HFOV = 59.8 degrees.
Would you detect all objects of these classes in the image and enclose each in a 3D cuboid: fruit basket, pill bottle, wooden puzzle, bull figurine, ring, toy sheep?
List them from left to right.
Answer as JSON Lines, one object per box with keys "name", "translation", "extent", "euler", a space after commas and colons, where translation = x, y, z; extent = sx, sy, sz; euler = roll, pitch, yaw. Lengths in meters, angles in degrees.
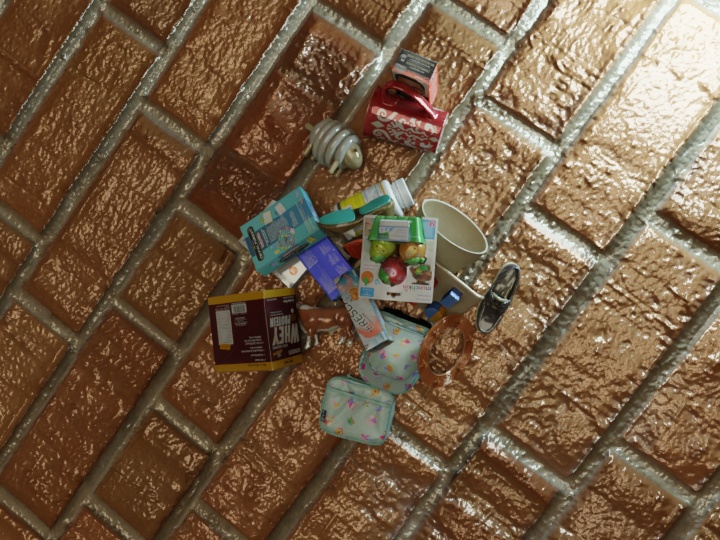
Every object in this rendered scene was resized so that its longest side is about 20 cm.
{"name": "bull figurine", "translation": [-0.105, 0.146, 1.689], "extent": [0.198, 0.065, 0.122], "euler": [-3, 93, 11]}
{"name": "toy sheep", "translation": [-0.076, -0.333, 1.660], "extent": [0.200, 0.138, 0.138], "euler": [37, 95, 14]}
{"name": "pill bottle", "translation": [0.037, -0.165, 1.647], "extent": [0.199, 0.109, 0.110], "euler": [-25, 86, 8]}
{"name": "fruit basket", "translation": [0.085, -0.029, 1.473], "extent": [0.184, 0.094, 0.202], "euler": [4, 82, 18]}
{"name": "wooden puzzle", "translation": [0.183, 0.060, 1.578], "extent": [0.199, 0.185, 0.046], "euler": [35, 54, -4]}
{"name": "ring", "translation": [0.222, 0.206, 1.585], "extent": [0.019, 0.200, 0.202], "euler": [25, 94, 46]}

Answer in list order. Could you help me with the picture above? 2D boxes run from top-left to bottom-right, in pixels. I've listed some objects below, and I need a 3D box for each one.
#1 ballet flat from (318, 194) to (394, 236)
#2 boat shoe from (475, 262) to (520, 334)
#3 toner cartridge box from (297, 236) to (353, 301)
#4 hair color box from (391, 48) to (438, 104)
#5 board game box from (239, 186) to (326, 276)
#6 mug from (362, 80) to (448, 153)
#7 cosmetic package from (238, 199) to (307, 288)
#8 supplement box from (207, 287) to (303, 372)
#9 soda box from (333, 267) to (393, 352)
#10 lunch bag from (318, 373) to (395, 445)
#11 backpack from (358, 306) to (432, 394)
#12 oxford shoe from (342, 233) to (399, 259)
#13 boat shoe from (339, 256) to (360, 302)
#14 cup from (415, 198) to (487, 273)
{"name": "ballet flat", "translation": [-0.004, -0.127, 1.576], "extent": [0.199, 0.068, 0.073], "euler": [-20, 128, 2]}
{"name": "boat shoe", "translation": [0.355, 0.072, 1.615], "extent": [0.072, 0.065, 0.201], "euler": [28, 94, 7]}
{"name": "toner cartridge box", "translation": [-0.095, -0.025, 1.637], "extent": [0.095, 0.043, 0.200], "euler": [-40, 76, 7]}
{"name": "hair color box", "translation": [0.141, -0.480, 1.587], "extent": [0.101, 0.200, 0.062], "euler": [25, 89, 9]}
{"name": "board game box", "translation": [-0.204, -0.102, 1.634], "extent": [0.199, 0.047, 0.152], "euler": [-32, 60, 11]}
{"name": "mug", "translation": [0.117, -0.387, 1.609], "extent": [0.199, 0.178, 0.134], "euler": [19, 90, 4]}
{"name": "cosmetic package", "translation": [-0.211, -0.071, 1.716], "extent": [0.200, 0.052, 0.151], "euler": [42, 98, 7]}
{"name": "supplement box", "translation": [-0.277, 0.157, 1.651], "extent": [0.196, 0.133, 0.202], "euler": [-8, 88, 30]}
{"name": "soda box", "translation": [0.008, 0.099, 1.535], "extent": [0.063, 0.068, 0.201], "euler": [-29, 73, 8]}
{"name": "lunch bag", "translation": [-0.011, 0.365, 1.664], "extent": [0.199, 0.077, 0.162], "euler": [13, 92, 9]}
{"name": "backpack", "translation": [0.088, 0.217, 1.616], "extent": [0.175, 0.153, 0.201], "euler": [20, 101, 6]}
{"name": "oxford shoe", "translation": [0.046, -0.080, 1.602], "extent": [0.199, 0.071, 0.073], "euler": [-10, 44, 29]}
{"name": "boat shoe", "translation": [0.000, 0.000, 1.680], "extent": [0.072, 0.072, 0.200], "euler": [39, 88, -22]}
{"name": "cup", "translation": [0.202, -0.062, 1.594], "extent": [0.200, 0.200, 0.144], "euler": [39, 120, 7]}
